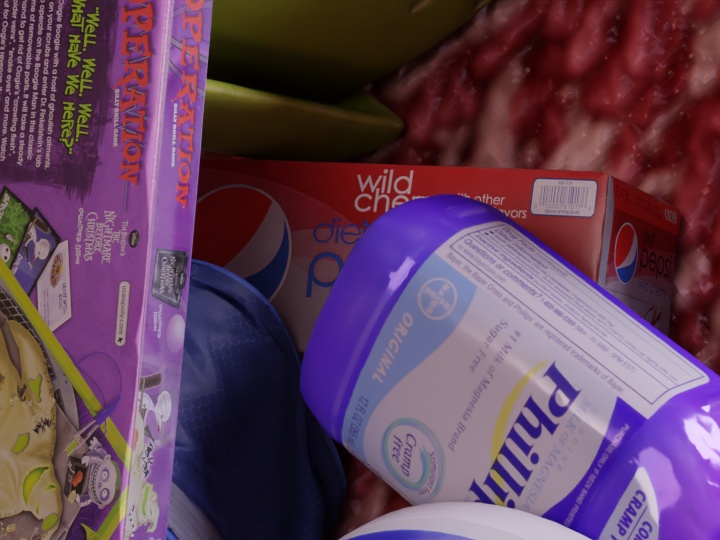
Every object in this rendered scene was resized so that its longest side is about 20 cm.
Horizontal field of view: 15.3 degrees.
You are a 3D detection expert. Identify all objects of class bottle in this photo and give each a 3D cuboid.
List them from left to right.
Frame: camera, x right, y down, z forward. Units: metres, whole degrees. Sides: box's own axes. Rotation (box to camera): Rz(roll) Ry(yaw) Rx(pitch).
[{"bbox_3d":[0.073,0.062,0.754,0.200,0.065,0.084,39,119,26],"label":"bottle"}]

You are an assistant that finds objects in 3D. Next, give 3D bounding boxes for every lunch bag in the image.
[{"bbox_3d":[-0.119,0.082,0.861,0.199,0.136,0.133,2,47,27],"label":"lunch bag"}]

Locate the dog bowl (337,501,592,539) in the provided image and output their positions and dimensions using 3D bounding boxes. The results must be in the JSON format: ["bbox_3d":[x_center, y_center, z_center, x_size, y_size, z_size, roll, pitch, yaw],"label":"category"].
[{"bbox_3d":[0.029,0.171,0.739,0.199,0.079,0.202,19,121,36],"label":"dog bowl"}]

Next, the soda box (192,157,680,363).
[{"bbox_3d":[0.000,0.000,0.879,0.199,0.070,0.064,4,84,27],"label":"soda box"}]

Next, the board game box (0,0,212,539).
[{"bbox_3d":[-0.106,0.008,0.764,0.119,0.032,0.202,4,87,30],"label":"board game box"}]

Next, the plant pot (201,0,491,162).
[{"bbox_3d":[-0.050,-0.148,0.864,0.199,0.200,0.182,40,105,24],"label":"plant pot"}]
